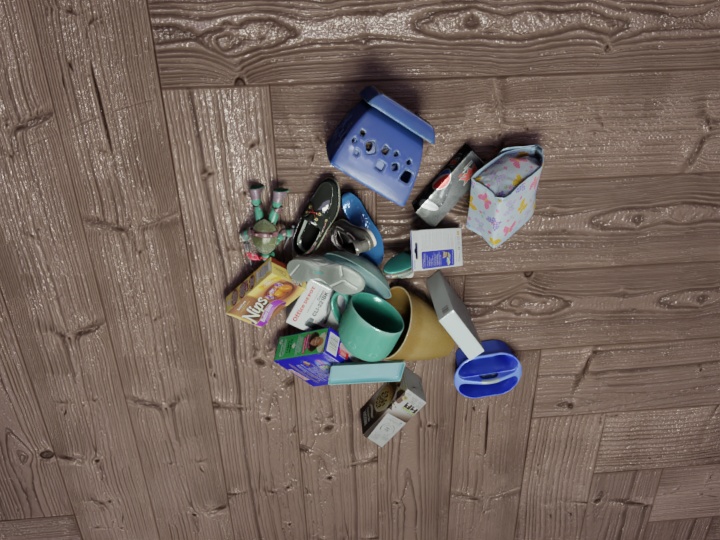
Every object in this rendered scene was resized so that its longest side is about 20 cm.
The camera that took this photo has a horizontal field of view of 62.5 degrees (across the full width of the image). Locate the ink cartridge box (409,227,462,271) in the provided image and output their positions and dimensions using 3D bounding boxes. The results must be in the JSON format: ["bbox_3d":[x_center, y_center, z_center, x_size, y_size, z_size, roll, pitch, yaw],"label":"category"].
[{"bbox_3d":[0.181,-0.053,1.460,0.196,0.036,0.098,-7,95,-45],"label":"ink cartridge box"}]

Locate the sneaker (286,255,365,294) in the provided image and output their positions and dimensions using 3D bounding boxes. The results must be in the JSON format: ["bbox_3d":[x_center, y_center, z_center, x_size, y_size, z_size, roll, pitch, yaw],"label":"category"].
[{"bbox_3d":[-0.078,-0.001,1.451,0.194,0.080,0.073,16,113,7],"label":"sneaker"}]

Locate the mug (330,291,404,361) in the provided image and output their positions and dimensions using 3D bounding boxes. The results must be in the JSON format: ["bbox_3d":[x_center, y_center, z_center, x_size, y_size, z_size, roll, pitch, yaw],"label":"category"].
[{"bbox_3d":[0.012,0.139,1.474,0.149,0.186,0.117,7,122,-37],"label":"mug"}]

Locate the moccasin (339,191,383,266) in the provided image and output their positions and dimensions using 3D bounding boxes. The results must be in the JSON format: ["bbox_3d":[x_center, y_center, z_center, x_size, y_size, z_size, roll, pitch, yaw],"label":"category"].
[{"bbox_3d":[0.007,-0.108,1.479,0.078,0.068,0.205,-22,112,-7],"label":"moccasin"}]

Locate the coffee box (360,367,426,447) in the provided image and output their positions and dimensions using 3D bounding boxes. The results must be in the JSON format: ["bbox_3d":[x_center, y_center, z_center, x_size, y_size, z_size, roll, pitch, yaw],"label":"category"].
[{"bbox_3d":[0.091,0.391,1.707,0.079,0.114,0.201,34,109,-20],"label":"coffee box"}]

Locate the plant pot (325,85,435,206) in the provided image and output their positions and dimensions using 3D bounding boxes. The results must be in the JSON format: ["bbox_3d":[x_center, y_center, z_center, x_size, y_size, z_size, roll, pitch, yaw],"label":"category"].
[{"bbox_3d":[0.048,-0.288,1.322,0.196,0.201,0.183,27,106,-17],"label":"plant pot"}]

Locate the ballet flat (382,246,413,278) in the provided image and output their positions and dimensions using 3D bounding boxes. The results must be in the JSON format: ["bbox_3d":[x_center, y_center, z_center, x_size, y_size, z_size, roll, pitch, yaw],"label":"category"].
[{"bbox_3d":[0.132,-0.022,1.488,0.199,0.071,0.074,-38,123,-30],"label":"ballet flat"}]

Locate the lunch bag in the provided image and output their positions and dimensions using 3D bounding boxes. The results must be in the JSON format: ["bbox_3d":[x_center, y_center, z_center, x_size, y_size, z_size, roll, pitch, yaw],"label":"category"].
[{"bbox_3d":[0.351,-0.187,1.411,0.198,0.127,0.172,-35,147,-20],"label":"lunch bag"}]

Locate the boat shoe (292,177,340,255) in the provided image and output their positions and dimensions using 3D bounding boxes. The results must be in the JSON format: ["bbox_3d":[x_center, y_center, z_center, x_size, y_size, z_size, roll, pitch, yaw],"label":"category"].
[{"bbox_3d":[-0.107,-0.127,1.440,0.073,0.063,0.205,31,112,13],"label":"boat shoe"}]

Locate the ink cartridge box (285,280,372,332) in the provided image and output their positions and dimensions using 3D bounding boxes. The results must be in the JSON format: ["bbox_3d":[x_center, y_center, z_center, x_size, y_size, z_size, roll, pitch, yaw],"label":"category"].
[{"bbox_3d":[-0.083,0.098,1.561,0.196,0.084,0.146,26,112,-17],"label":"ink cartridge box"}]

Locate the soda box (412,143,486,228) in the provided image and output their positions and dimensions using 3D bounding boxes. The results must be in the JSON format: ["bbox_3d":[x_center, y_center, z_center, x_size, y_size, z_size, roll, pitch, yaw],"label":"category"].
[{"bbox_3d":[0.217,-0.205,1.449,0.070,0.064,0.201,35,108,-20],"label":"soda box"}]

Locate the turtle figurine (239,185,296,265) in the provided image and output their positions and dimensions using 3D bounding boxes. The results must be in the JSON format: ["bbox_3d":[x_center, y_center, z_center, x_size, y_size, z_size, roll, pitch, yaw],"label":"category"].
[{"bbox_3d":[-0.225,-0.099,1.448,0.144,0.101,0.207,1,110,-7],"label":"turtle figurine"}]

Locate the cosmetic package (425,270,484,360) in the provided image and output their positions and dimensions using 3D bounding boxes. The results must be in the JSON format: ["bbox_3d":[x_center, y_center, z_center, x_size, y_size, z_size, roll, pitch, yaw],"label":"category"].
[{"bbox_3d":[0.242,0.112,1.532,0.051,0.202,0.151,-36,114,15],"label":"cosmetic package"}]

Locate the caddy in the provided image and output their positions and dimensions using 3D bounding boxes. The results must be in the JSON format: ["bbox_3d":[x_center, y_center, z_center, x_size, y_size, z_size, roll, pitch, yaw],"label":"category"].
[{"bbox_3d":[0.356,0.285,1.680,0.193,0.106,0.145,-9,118,-1],"label":"caddy"}]

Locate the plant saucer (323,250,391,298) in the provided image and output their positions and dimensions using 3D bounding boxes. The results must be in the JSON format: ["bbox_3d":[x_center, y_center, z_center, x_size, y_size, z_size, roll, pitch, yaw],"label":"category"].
[{"bbox_3d":[0.000,0.000,1.484,0.199,0.200,0.039,37,74,-20],"label":"plant saucer"}]

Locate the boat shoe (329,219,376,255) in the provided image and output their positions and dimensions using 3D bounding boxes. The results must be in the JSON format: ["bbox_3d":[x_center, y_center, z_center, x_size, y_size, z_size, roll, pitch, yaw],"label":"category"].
[{"bbox_3d":[-0.036,-0.078,1.416,0.056,0.198,0.069,-31,113,-23],"label":"boat shoe"}]

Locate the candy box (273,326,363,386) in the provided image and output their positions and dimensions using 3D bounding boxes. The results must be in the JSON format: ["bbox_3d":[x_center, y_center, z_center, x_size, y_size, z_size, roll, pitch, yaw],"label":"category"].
[{"bbox_3d":[-0.104,0.231,1.564,0.196,0.079,0.168,-16,139,38],"label":"candy box"}]

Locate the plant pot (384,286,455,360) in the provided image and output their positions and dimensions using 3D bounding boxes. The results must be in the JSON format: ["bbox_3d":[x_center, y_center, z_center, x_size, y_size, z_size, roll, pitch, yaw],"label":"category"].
[{"bbox_3d":[0.153,0.162,1.578,0.196,0.188,0.189,19,115,-30],"label":"plant pot"}]

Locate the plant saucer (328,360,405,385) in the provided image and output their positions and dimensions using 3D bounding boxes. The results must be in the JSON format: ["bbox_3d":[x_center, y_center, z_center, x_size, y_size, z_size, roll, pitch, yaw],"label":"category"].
[{"bbox_3d":[0.015,0.256,1.501,0.193,0.019,0.071,-1,129,-16],"label":"plant saucer"}]

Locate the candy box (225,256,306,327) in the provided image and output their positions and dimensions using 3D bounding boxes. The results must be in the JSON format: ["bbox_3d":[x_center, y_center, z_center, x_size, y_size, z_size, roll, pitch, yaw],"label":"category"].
[{"bbox_3d":[-0.241,0.059,1.499,0.115,0.058,0.199,27,128,-37],"label":"candy box"}]
